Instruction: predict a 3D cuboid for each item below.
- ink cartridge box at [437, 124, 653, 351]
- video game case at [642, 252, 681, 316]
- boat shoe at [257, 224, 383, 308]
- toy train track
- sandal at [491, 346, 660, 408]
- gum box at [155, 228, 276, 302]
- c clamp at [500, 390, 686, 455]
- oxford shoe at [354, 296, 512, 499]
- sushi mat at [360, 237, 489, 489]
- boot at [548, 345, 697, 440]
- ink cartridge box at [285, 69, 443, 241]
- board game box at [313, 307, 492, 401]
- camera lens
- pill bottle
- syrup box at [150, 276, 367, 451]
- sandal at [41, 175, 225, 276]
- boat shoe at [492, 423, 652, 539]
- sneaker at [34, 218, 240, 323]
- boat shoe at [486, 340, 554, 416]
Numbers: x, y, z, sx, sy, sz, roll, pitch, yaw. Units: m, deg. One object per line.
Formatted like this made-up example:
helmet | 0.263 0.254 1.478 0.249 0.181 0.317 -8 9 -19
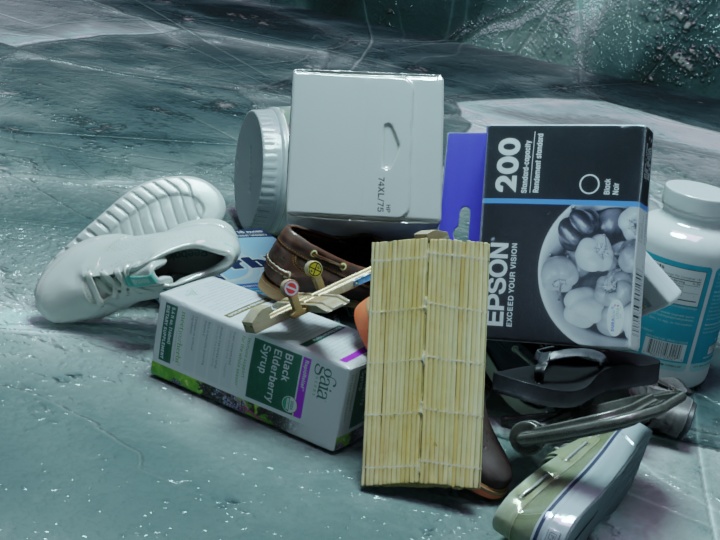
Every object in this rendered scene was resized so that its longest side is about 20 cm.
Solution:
ink cartridge box | 0.154 -0.033 1.105 0.200 0.198 0.043 2 -6 26
video game case | 0.206 -0.018 1.226 0.023 0.182 0.200 -41 0 -19
boat shoe | 0.000 0.000 1.154 0.200 0.070 0.070 7 22 -42
toy train track | -0.013 -0.001 1.054 0.200 0.033 0.115 -24 11 -24
sandal | 0.182 0.081 1.057 0.076 0.043 0.200 11 12 42
gum box | -0.131 0.012 1.287 0.170 0.045 0.200 -5 25 -35
c clamp | 0.178 0.124 1.005 0.171 0.027 0.200 -12 -5 18
oxford shoe | 0.071 0.092 1.010 0.200 0.073 0.071 57 29 13
sushi mat | 0.052 0.073 0.984 0.096 0.200 0.012 2 -8 9
boot | 0.245 0.102 1.210 0.132 0.070 0.200 14 25 -8
ink cartridge box | 0.000 -0.095 1.228 0.146 0.147 0.200 3 -13 -3
board game box | 0.033 0.068 1.169 0.200 0.028 0.135 27 22 5
camera lens | -0.041 -0.117 1.507 0.200 0.160 0.160 2 21 -20
pill bottle | 0.323 0.012 1.265 0.111 0.200 0.111 9 20 -3
syrup box | -0.079 0.078 1.082 0.200 0.079 0.081 20 21 26
sandal | -0.230 -0.030 1.239 0.203 0.082 0.050 -31 -6 -18
boat shoe | 0.173 0.163 0.976 0.062 0.072 0.200 27 28 24
sneaker | -0.210 0.002 1.152 0.200 0.075 0.088 -20 17 -4
boat shoe | 0.130 0.045 1.169 0.075 0.062 0.200 12 39 -43
